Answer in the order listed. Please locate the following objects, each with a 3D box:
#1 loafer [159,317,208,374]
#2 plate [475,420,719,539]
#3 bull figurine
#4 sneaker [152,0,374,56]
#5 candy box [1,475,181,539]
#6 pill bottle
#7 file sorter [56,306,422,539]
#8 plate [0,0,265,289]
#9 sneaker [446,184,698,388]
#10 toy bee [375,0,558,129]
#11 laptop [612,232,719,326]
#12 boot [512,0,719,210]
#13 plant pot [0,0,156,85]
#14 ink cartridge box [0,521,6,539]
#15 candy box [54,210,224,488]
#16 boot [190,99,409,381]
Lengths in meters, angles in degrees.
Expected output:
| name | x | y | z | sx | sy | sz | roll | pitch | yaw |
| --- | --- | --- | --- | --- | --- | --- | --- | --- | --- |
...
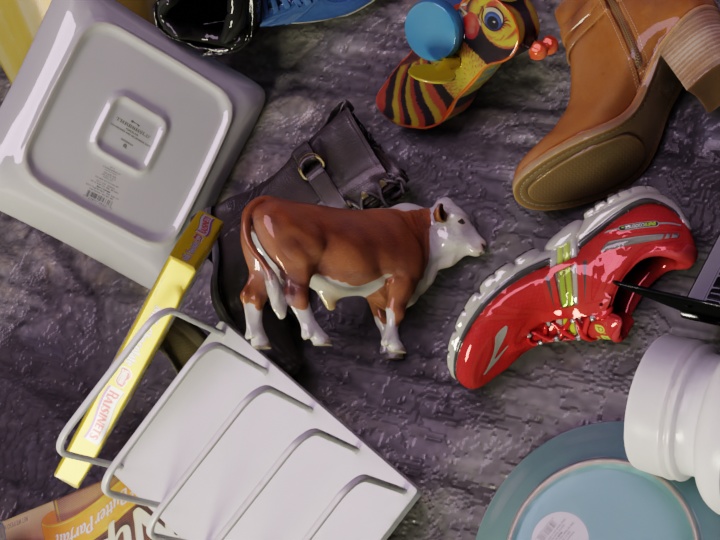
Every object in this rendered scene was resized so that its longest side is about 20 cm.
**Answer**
| name | x | y | z | sx | sy | sz | roll | pitch | yaw |
| --- | --- | --- | --- | --- | --- | --- | --- | --- | --- |
| loafer | -0.108 | 0.109 | 1.194 | 0.067 | 0.076 | 0.200 | -42 | 54 | -3 |
| plate | 0.162 | 0.193 | 1.042 | 0.199 | 0.026 | 0.201 | -11 | 63 | 23 |
| bull figurine | 0.000 | 0.000 | 1.152 | 0.065 | 0.199 | 0.122 | -18 | 69 | 61 |
| sneaker | -0.073 | -0.225 | 1.290 | 0.198 | 0.077 | 0.111 | -4 | 25 | 7 |
| candy box | -0.199 | 0.228 | 1.199 | 0.199 | 0.055 | 0.116 | -23 | 59 | 16 |
| pill bottle | 0.272 | 0.104 | 0.967 | 0.199 | 0.120 | 0.120 | 13 | 74 | 33 |
| file sorter | -0.088 | 0.137 | 1.077 | 0.200 | 0.124 | 0.139 | 39 | 91 | 23 |
| plate | -0.191 | -0.109 | 1.277 | 0.032 | 0.199 | 0.201 | -2 | 62 | 63 |
| sneaker | 0.148 | 0.023 | 1.101 | 0.200 | 0.077 | 0.085 | -39 | 60 | 7 |
| toy bee | 0.087 | -0.173 | 1.185 | 0.109 | 0.200 | 0.131 | 40 | 59 | 17 |
| laptop | 0.288 | -0.008 | 0.978 | 0.186 | 0.116 | 0.200 | 13 | 54 | 31 |
| boot | 0.176 | -0.146 | 1.173 | 0.199 | 0.074 | 0.155 | -33 | 51 | 7 |
| plant pot | -0.249 | -0.231 | 1.371 | 0.200 | 0.201 | 0.190 | -25 | 74 | 16 |
| ink cartridge box | -0.368 | 0.269 | 1.175 | 0.200 | 0.145 | 0.085 | -47 | 51 | 34 |
| candy box | -0.162 | 0.057 | 1.155 | 0.201 | 0.026 | 0.102 | -60 | 7 | 21 |
| boot | -0.037 | -0.027 | 1.226 | 0.174 | 0.069 | 0.201 | -32 | 56 | 10 |
